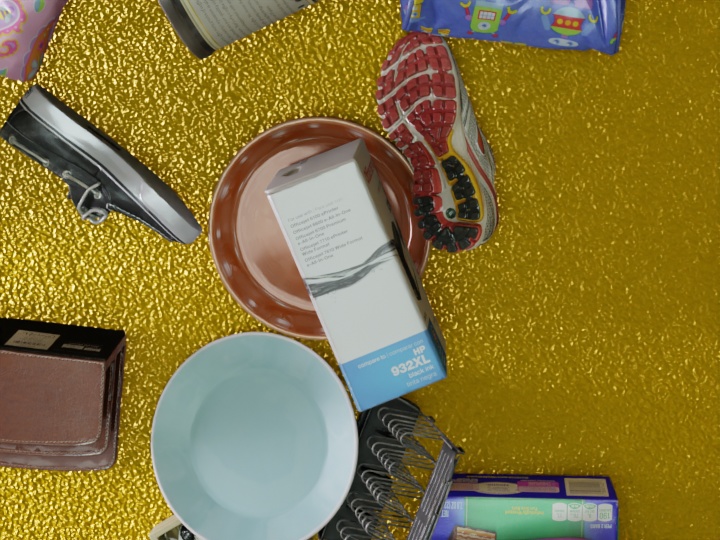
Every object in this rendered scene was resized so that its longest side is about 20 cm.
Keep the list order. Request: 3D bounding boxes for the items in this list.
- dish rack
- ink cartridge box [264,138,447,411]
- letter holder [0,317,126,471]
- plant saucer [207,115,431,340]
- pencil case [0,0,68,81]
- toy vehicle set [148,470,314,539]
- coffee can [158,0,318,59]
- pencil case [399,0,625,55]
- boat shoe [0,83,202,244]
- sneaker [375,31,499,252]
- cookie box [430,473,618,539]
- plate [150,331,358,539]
[{"bbox_3d":[0.027,0.193,1.709,0.054,0.200,0.154,18,95,-14],"label":"dish rack"},{"bbox_3d":[0.000,0.000,1.669,0.083,0.145,0.201,-22,99,7],"label":"ink cartridge box"},{"bbox_3d":[-0.322,0.123,1.771,0.199,0.101,0.143,7,103,2],"label":"letter holder"},{"bbox_3d":[-0.036,-0.039,1.754,0.199,0.032,0.201,1,102,3],"label":"plant saucer"},{"bbox_3d":[-0.279,-0.263,1.697,0.087,0.087,0.200,28,102,-2],"label":"pencil case"},{"bbox_3d":[-0.090,0.294,1.825,0.124,0.027,0.200,-31,98,9],"label":"toy vehicle set"},{"bbox_3d":[-0.077,-0.285,1.649,0.199,0.146,0.147,-24,99,8],"label":"coffee can"},{"bbox_3d":[0.133,-0.234,1.675,0.199,0.078,0.087,6,141,0],"label":"pencil case"},{"bbox_3d":[-0.232,-0.078,1.736,0.199,0.074,0.068,38,97,-4],"label":"boat shoe"},{"bbox_3d":[0.071,-0.113,1.717,0.078,0.082,0.201,-14,86,26],"label":"sneaker"},{"bbox_3d":[0.146,0.292,1.785,0.170,0.075,0.201,1,102,3],"label":"cookie box"},{"bbox_3d":[-0.094,0.156,1.776,0.199,0.026,0.201,-1,86,17],"label":"plate"}]
